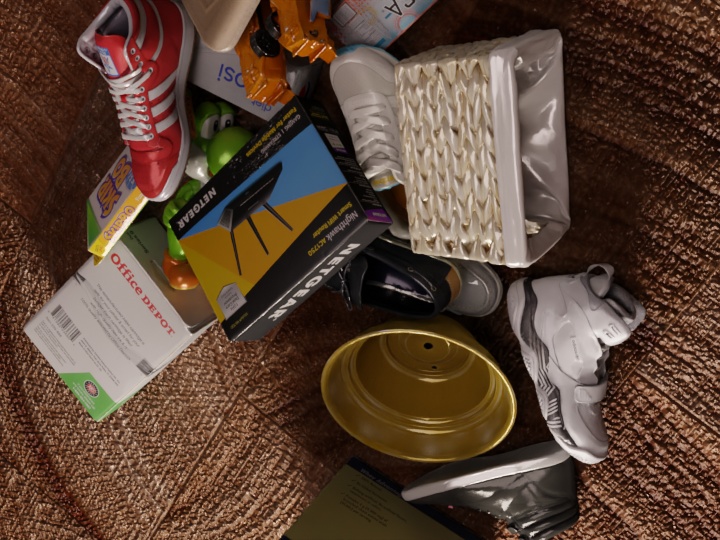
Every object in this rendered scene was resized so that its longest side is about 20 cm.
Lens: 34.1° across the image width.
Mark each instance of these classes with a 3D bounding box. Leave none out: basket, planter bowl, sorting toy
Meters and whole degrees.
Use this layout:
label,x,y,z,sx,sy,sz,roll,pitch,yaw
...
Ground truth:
label,x,y,z,sx,sy,sz,roll,pitch,yaw
basket,0.116,-0.117,1.097,0.123,0.135,0.201,4,110,28
planter bowl,0.065,0.103,1.208,0.199,0.084,0.201,8,135,8
sorting toy,-0.119,-0.328,1.128,0.186,0.036,0.200,-57,41,22

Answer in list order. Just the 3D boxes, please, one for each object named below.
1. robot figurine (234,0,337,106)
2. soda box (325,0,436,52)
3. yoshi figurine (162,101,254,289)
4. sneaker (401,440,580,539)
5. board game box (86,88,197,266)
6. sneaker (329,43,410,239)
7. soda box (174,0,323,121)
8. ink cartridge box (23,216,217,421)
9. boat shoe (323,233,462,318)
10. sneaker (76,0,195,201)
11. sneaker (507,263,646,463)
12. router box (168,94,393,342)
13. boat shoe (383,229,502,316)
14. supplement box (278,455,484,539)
label,x,y,z,sx,sy,sz,roll,pitch,yaw
robot figurine,-0.079,-0.265,1.127,0.145,0.058,0.201,-37,50,41
soda box,0.054,-0.285,1.093,0.064,0.069,0.200,40,122,-19
yoshi figurine,-0.153,-0.077,1.257,0.111,0.112,0.201,10,110,5
sneaker,0.142,0.250,1.248,0.199,0.071,0.100,-17,96,24
board game box,-0.244,-0.102,1.269,0.030,0.096,0.200,25,118,-29
sneaker,0.026,-0.125,1.133,0.076,0.081,0.201,-11,123,29
soda box,-0.143,-0.225,1.217,0.199,0.063,0.069,28,117,14
ink cartridge box,-0.274,0.057,1.365,0.200,0.084,0.146,-39,88,30
boat shoe,0.000,0.000,1.156,0.199,0.062,0.075,16,129,14
sneaker,-0.221,-0.169,1.145,0.071,0.112,0.201,6,95,31
sneaker,0.228,0.090,1.149,0.114,0.075,0.201,-20,96,32
router box,-0.081,-0.047,1.137,0.200,0.051,0.150,-41,68,26
boat shoe,0.048,-0.006,1.205,0.201,0.065,0.075,29,118,12
supplement box,0.009,0.344,1.268,0.199,0.200,0.135,31,118,12
